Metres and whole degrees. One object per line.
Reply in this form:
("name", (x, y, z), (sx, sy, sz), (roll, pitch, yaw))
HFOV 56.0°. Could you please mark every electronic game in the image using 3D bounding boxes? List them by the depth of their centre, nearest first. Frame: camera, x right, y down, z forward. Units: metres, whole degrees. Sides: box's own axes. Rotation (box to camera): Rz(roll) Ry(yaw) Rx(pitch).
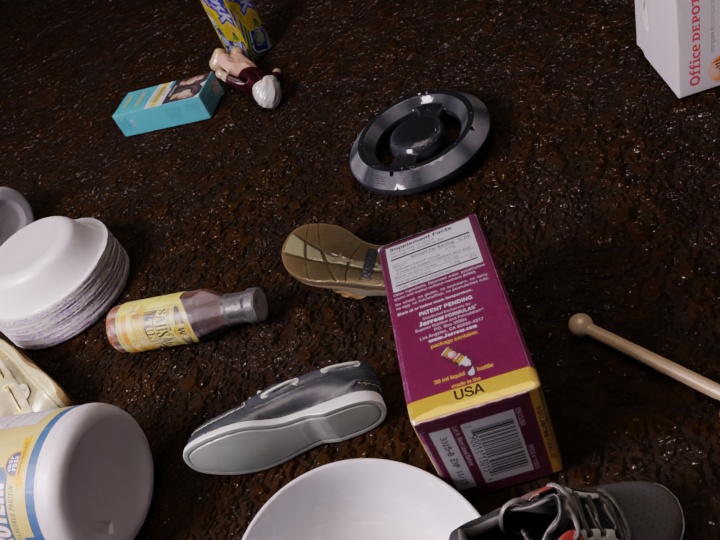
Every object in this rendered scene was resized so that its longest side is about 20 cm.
("electronic game", (0.078, -0.176, 0.912), (0.198, 0.042, 0.201), (-15, 45, 15))

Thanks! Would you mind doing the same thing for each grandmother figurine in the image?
("grandmother figurine", (-0.194, -0.343, 1.207), (0.120, 0.061, 0.200), (-20, 43, -21))

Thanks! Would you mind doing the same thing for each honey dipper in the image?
("honey dipper", (0.258, 0.081, 0.568), (0.038, 0.038, 0.199), (-42, 42, -16))

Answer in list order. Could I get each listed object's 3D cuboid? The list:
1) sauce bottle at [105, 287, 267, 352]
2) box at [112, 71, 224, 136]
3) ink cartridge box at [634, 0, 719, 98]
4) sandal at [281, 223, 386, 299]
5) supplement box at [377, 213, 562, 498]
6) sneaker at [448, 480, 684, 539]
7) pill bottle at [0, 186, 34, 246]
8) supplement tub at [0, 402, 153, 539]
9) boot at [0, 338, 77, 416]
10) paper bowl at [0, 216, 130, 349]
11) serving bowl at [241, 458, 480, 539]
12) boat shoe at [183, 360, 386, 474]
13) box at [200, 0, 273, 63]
("sauce bottle", (-0.208, 0.055, 0.813), (0.198, 0.066, 0.066), (-13, 43, 19))
("box", (-0.361, -0.311, 1.270), (0.198, 0.049, 0.083), (-7, 46, 22))
("ink cartridge box", (0.443, -0.327, 0.795), (0.198, 0.148, 0.145), (-17, 43, 12))
("sandal", (0.000, 0.000, 0.777), (0.198, 0.054, 0.081), (11, 58, 17))
("supplement box", (0.091, 0.071, 0.593), (0.102, 0.131, 0.201), (-19, 41, 9))
("sneaker", (0.144, 0.182, 0.460), (0.198, 0.082, 0.077), (-13, 43, -18))
("pill bottle", (-0.665, -0.081, 1.151), (0.198, 0.113, 0.113), (-1, 48, 26))
("supplement tub", (-0.322, 0.211, 0.657), (0.198, 0.145, 0.145), (-11, 44, 18))
("boot", (-0.454, 0.173, 0.818), (0.199, 0.073, 0.156), (22, 58, 34))
("paper bowl", (-0.440, 0.003, 0.960), (0.199, 0.105, 0.202), (-15, 42, 14))
("serving bowl", (0.006, 0.242, 0.495), (0.198, 0.066, 0.201), (2, 41, -1))
("boat shoe", (-0.074, 0.142, 0.657), (0.198, 0.076, 0.061), (-13, 43, -2))
("box", (-0.247, -0.497, 1.282), (0.070, 0.201, 0.064), (12, 54, 36))
